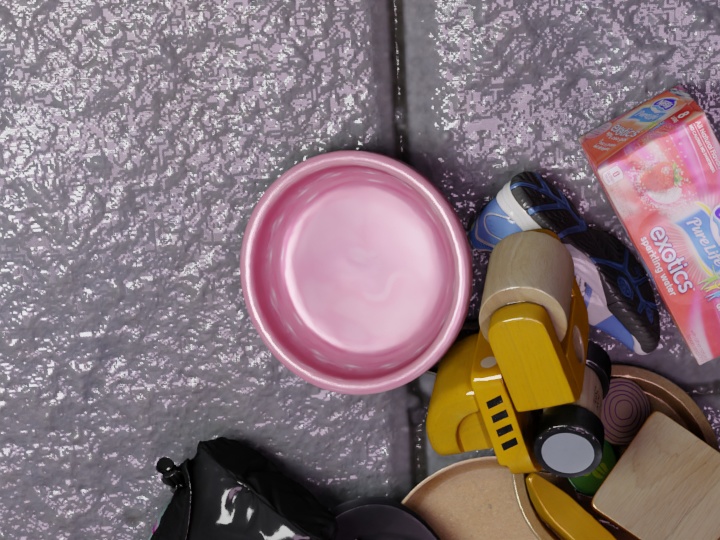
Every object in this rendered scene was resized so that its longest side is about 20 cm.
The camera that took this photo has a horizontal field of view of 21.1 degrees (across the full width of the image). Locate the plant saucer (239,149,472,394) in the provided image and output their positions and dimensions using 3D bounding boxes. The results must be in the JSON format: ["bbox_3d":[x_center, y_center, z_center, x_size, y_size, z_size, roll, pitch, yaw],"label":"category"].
[{"bbox_3d":[0.000,0.000,1.596,0.200,0.051,0.201,2,97,19],"label":"plant saucer"}]

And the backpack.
[{"bbox_3d":[-0.116,0.263,1.666,0.167,0.127,0.200,38,110,27],"label":"backpack"}]

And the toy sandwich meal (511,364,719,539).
[{"bbox_3d":[0.229,0.174,1.654,0.205,0.070,0.206,1,78,-4],"label":"toy sandwich meal"}]

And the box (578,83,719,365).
[{"bbox_3d":[0.274,-0.038,1.607,0.102,0.095,0.200,-28,110,6],"label":"box"}]

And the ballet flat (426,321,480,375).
[{"bbox_3d":[0.077,0.067,1.659,0.200,0.046,0.067,14,110,-9],"label":"ballet flat"}]

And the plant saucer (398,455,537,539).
[{"bbox_3d":[0.117,0.249,1.735,0.200,0.035,0.201,-1,111,-3],"label":"plant saucer"}]

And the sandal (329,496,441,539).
[{"bbox_3d":[0.053,0.267,1.696,0.200,0.043,0.076,37,105,-15],"label":"sandal"}]

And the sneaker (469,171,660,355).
[{"bbox_3d":[0.177,0.002,1.637,0.200,0.076,0.077,44,123,-16],"label":"sneaker"}]

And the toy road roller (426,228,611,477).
[{"bbox_3d":[0.116,0.077,1.579,0.146,0.123,0.200,-10,123,18],"label":"toy road roller"}]
